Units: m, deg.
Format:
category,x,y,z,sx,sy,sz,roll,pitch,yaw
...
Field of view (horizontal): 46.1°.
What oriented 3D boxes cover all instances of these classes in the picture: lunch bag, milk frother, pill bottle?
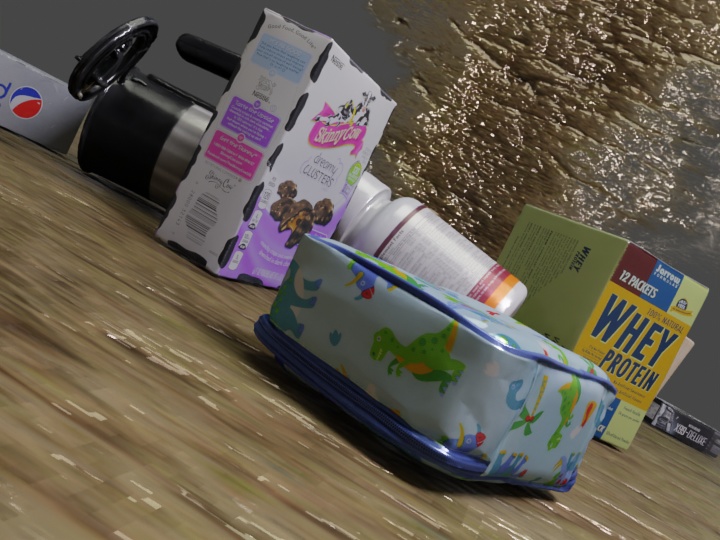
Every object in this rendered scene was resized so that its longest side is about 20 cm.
category,x,y,z,sx,sy,sz,roll,pitch,yaw
lunch bag,0.046,0.052,0.481,0.160,0.083,0.199,31,5,34
milk frother,-0.164,-0.127,0.797,0.186,0.182,0.200,26,16,1
pill bottle,0.054,0.000,0.822,0.199,0.110,0.109,39,6,12

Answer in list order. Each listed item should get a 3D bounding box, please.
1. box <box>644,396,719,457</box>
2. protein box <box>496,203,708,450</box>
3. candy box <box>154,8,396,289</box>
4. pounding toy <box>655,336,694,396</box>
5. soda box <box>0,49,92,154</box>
category,x,y,z,sx,sy,sz,roll,pitch,yaw
box,0.602,0.286,1.677,0.156,0.050,0.200,28,3,-11
protein box,0.244,0.057,0.970,0.134,0.201,0.200,25,4,-26
candy box,-0.064,-0.091,0.724,0.071,0.202,0.167,28,4,21
pounding toy,0.350,0.120,1.248,0.199,0.185,0.142,37,4,10
soda box,-0.377,-0.192,0.847,0.199,0.069,0.063,24,6,-44
